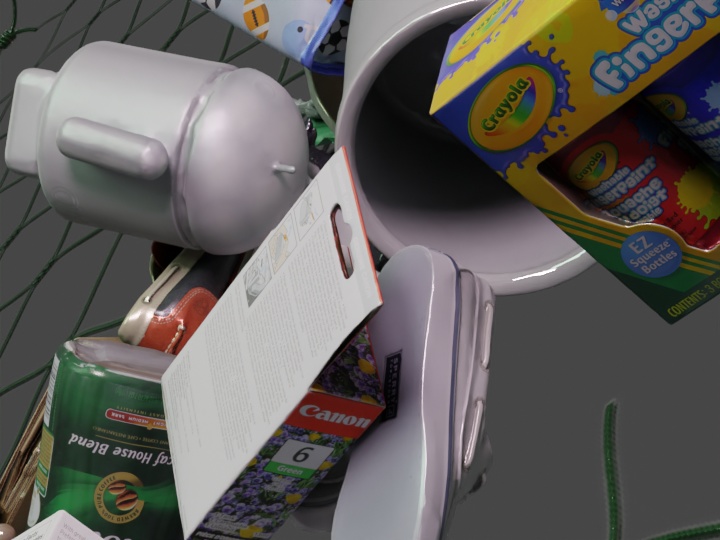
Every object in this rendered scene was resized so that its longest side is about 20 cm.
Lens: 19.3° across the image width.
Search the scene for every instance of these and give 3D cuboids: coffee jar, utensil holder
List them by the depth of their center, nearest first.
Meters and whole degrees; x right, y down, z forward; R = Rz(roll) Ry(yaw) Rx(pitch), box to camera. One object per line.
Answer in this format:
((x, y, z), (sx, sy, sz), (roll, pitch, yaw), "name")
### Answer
((0.071, -0.103, 1.188), (0.170, 0.170, 0.200), (-44, 17, 18), "utensil holder")
((-0.145, 0.146, 1.219), (0.085, 0.104, 0.201), (-139, 62, -73), "coffee jar")

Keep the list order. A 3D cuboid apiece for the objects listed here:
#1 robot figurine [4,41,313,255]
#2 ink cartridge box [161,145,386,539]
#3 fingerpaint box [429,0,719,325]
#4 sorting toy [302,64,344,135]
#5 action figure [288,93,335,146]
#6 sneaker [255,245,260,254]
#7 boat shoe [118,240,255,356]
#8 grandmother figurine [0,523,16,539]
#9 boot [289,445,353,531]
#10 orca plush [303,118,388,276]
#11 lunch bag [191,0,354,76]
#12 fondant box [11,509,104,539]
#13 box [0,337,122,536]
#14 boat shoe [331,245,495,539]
((-0.116, -0.074, 1.286), (0.169, 0.199, 0.114), (-16, -64, -66), "robot figurine")
((-0.032, 0.044, 1.083), (0.200, 0.050, 0.109), (-50, 38, 36), "ink cartridge box")
((0.160, -0.091, 0.962), (0.200, 0.167, 0.074), (-36, 24, 34), "fingerpaint box")
((0.024, -0.196, 1.410), (0.200, 0.180, 0.107), (-46, -7, 10), "sorting toy")
((0.000, -0.134, 1.581), (0.118, 0.055, 0.200), (-53, 23, -14), "action figure")
((-0.064, 0.043, 1.360), (0.086, 0.078, 0.201), (-33, 25, 49), "sneaker")
((-0.104, -0.002, 1.340), (0.200, 0.062, 0.071), (-77, 12, -57), "boat shoe")
((-0.172, 0.182, 1.298), (0.061, 0.121, 0.201), (-139, 68, -71), "grandmother figurine")
((-0.036, 0.076, 1.181), (0.073, 0.096, 0.200), (-30, 16, -12), "boot")
((0.000, 0.000, 1.301), (0.105, 0.071, 0.200), (-56, 37, 16), "orca plush")
((-0.021, -0.241, 1.335), (0.124, 0.170, 0.201), (3, -65, -62), "lunch bag")
((-0.146, 0.244, 1.069), (0.058, 0.144, 0.200), (-32, 26, 45), "fondant box")
((-0.184, 0.119, 1.386), (0.164, 0.021, 0.200), (-62, -10, 4), "box")
((0.037, 0.088, 1.065), (0.073, 0.065, 0.201), (-10, 64, 51), "boat shoe")
